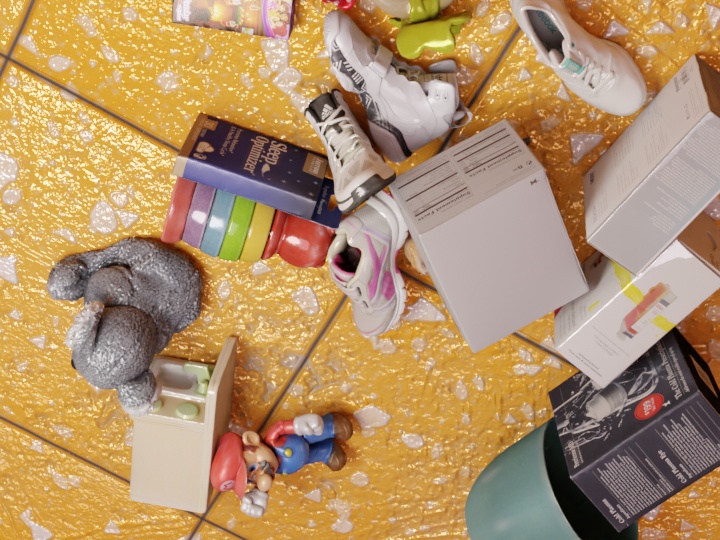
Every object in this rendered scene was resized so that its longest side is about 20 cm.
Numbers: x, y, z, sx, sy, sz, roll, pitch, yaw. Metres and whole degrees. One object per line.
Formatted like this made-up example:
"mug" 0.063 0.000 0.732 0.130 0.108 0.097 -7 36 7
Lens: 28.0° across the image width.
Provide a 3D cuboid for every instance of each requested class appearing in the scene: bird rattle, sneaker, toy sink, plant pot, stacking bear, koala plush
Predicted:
"bird rattle" 0.042 -0.329 1.566 0.200 0.113 0.163 36 97 -10
"sneaker" -0.025 -0.137 1.615 0.076 0.201 0.116 -35 104 5
"sneaker" 0.043 -0.223 1.626 0.114 0.075 0.200 -21 120 18
"sneaker" 0.236 -0.232 1.584 0.200 0.089 0.075 40 116 -15
"toy sink" -0.233 0.189 1.866 0.111 0.131 0.201 10 122 2
"sneaker" 0.000 0.000 1.729 0.088 0.081 0.201 -23 132 -28
"plant pot" 0.232 0.308 1.842 0.161 0.201 0.201 -32 111 31
"stacking bear" -0.129 -0.060 1.726 0.199 0.114 0.122 16 121 -7
"koala plush" -0.292 0.071 1.764 0.183 0.200 0.178 -23 114 19

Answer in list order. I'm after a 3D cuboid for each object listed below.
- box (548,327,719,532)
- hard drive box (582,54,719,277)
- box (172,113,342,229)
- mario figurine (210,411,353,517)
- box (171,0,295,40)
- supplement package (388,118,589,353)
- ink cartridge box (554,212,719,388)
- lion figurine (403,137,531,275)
"box" 0.337 0.178 1.729 0.182 0.200 0.104 -38 110 15
"hard drive box" 0.338 -0.117 1.598 0.077 0.156 0.200 34 119 -13
"box" -0.109 -0.116 1.678 0.199 0.121 0.033 20 120 -4
"mario figurine" -0.097 0.250 1.848 0.106 0.199 0.124 -6 95 58
"box" -0.134 -0.361 1.587 0.136 0.039 0.201 8 120 2
"supplement package" 0.145 -0.036 1.627 0.155 0.111 0.200 -28 130 -1
"ink cartridge box" 0.322 0.017 1.684 0.083 0.145 0.200 38 117 -13
"lion figurine" 0.132 -0.073 1.702 0.199 0.073 0.123 -24 124 15
